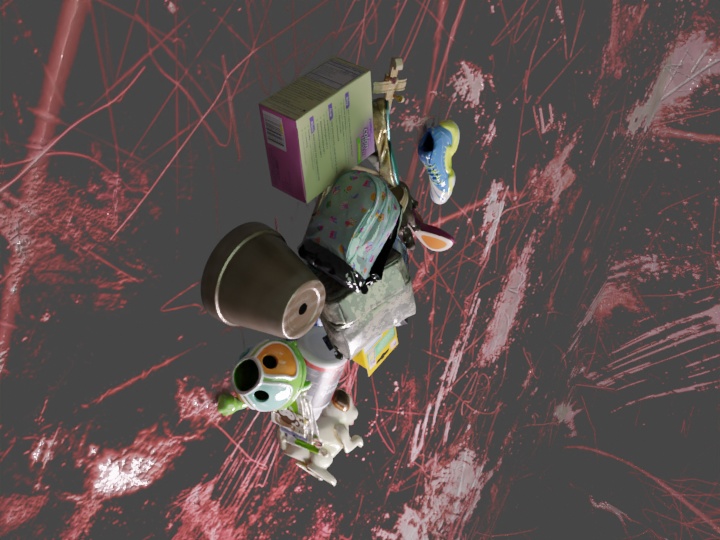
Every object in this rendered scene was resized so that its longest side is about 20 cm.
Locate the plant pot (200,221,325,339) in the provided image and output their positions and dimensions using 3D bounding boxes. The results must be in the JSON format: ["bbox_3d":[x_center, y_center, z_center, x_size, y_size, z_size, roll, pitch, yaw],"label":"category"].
[{"bbox_3d":[-0.163,0.036,1.510,0.199,0.172,0.202,-38,142,-37],"label":"plant pot"}]

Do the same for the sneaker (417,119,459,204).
[{"bbox_3d":[0.167,-0.249,1.909,0.104,0.075,0.203,-14,118,-38],"label":"sneaker"}]

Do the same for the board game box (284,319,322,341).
[{"bbox_3d":[-0.101,0.129,1.797,0.156,0.039,0.202,-4,127,-32],"label":"board game box"}]

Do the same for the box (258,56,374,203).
[{"bbox_3d":[-0.074,-0.258,1.494,0.200,0.096,0.178,-40,143,-32],"label":"box"}]

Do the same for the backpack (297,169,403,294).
[{"bbox_3d":[-0.012,-0.080,1.516,0.202,0.166,0.127,-57,149,-5],"label":"backpack"}]

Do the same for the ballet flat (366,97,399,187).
[{"bbox_3d":[0.038,-0.261,1.691,0.071,0.070,0.202,-41,137,-32],"label":"ballet flat"}]

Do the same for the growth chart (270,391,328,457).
[{"bbox_3d":[-0.147,0.306,1.748,0.018,0.143,0.203,-46,132,-42],"label":"growth chart"}]

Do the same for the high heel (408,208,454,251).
[{"bbox_3d":[0.155,-0.102,1.870,0.096,0.199,0.068,-51,121,-21],"label":"high heel"}]

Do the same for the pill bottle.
[{"bbox_3d":[-0.104,0.227,1.758,0.115,0.116,0.202,-26,147,-45],"label":"pill bottle"}]

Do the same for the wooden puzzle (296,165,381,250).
[{"bbox_3d":[-0.044,-0.128,1.706,0.184,0.037,0.202,5,113,-58],"label":"wooden puzzle"}]

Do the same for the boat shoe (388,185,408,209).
[{"bbox_3d":[0.025,-0.115,1.719,0.200,0.072,0.065,-43,150,-16],"label":"boat shoe"}]

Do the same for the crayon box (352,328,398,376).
[{"bbox_3d":[0.027,0.148,2.004,0.126,0.051,0.202,-45,144,-28],"label":"crayon box"}]

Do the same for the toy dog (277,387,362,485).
[{"bbox_3d":[-0.086,0.373,1.938,0.201,0.193,0.140,-56,-175,-18],"label":"toy dog"}]

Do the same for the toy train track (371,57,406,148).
[{"bbox_3d":[0.063,-0.337,1.705,0.114,0.032,0.203,-21,131,-49],"label":"toy train track"}]

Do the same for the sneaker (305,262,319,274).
[{"bbox_3d":[-0.100,0.017,1.699,0.197,0.092,0.078,-14,162,-28],"label":"sneaker"}]

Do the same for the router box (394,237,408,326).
[{"bbox_3d":[0.055,0.004,1.825,0.150,0.061,0.203,47,39,-55],"label":"router box"}]

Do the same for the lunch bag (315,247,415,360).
[{"bbox_3d":[0.007,0.064,1.628,0.199,0.139,0.170,-33,118,-17],"label":"lunch bag"}]

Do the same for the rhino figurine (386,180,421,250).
[{"bbox_3d":[0.091,-0.117,1.800,0.088,0.059,0.202,48,27,-40],"label":"rhino figurine"}]

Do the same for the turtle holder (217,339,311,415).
[{"bbox_3d":[-0.204,0.211,1.641,0.131,0.183,0.144,9,74,-59],"label":"turtle holder"}]
